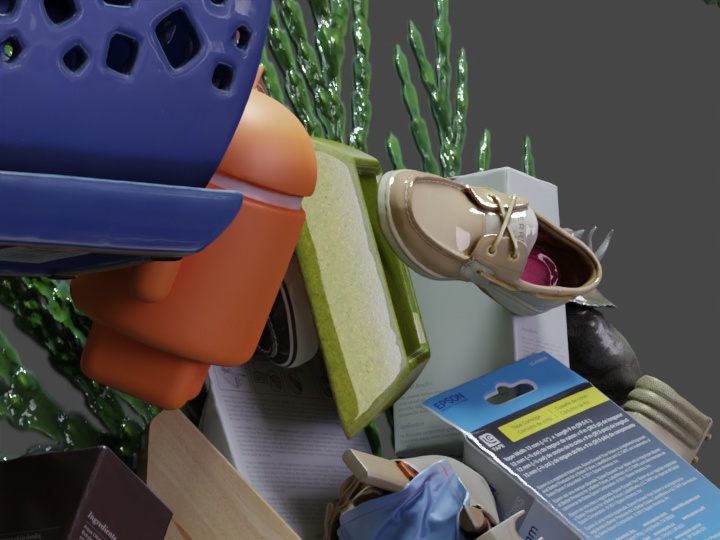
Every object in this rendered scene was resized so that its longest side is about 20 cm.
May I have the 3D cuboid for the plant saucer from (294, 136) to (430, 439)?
[{"bbox_3d":[0.000,0.000,1.436,0.200,0.048,0.200,-14,89,-82],"label":"plant saucer"}]

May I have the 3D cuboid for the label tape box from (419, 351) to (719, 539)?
[{"bbox_3d":[0.144,0.149,1.452,0.143,0.200,0.066,-18,138,-48],"label":"label tape box"}]

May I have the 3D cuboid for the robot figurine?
[{"bbox_3d":[-0.095,-0.024,1.255,0.144,0.117,0.200,14,101,-46],"label":"robot figurine"}]

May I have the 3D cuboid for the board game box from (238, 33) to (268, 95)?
[{"bbox_3d":[-0.076,-0.088,1.437,0.103,0.019,0.200,-64,134,-64],"label":"board game box"}]

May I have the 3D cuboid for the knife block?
[{"bbox_3d":[-0.047,0.186,1.285,0.175,0.064,0.200,4,71,-12],"label":"knife block"}]

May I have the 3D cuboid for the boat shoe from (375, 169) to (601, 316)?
[{"bbox_3d":[0.090,-0.024,1.455,0.200,0.069,0.074,22,62,-48],"label":"boat shoe"}]

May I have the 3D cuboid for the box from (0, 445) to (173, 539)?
[{"bbox_3d":[-0.181,0.194,1.136,0.075,0.100,0.200,49,44,-38],"label":"box"}]

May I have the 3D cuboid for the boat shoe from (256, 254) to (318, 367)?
[{"bbox_3d":[-0.093,-0.019,1.372,0.064,0.071,0.200,-35,108,-30],"label":"boat shoe"}]

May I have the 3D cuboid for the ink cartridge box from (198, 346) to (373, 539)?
[{"bbox_3d":[-0.053,0.116,1.425,0.163,0.057,0.200,11,51,-55],"label":"ink cartridge box"}]

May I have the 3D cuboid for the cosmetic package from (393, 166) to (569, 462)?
[{"bbox_3d":[0.085,0.035,1.583,0.081,0.113,0.200,19,67,-53],"label":"cosmetic package"}]

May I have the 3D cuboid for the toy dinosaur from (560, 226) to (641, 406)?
[{"bbox_3d":[0.175,0.068,1.718,0.200,0.102,0.077,63,36,-22],"label":"toy dinosaur"}]

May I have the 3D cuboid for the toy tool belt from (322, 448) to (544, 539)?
[{"bbox_3d":[0.060,0.195,1.335,0.200,0.125,0.123,52,1,18],"label":"toy tool belt"}]

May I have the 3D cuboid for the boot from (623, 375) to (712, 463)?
[{"bbox_3d":[0.230,0.182,1.734,0.156,0.073,0.200,-60,143,-14],"label":"boot"}]

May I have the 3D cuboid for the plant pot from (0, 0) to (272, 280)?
[{"bbox_3d":[-0.174,-0.092,1.118,0.200,0.200,0.180,4,82,-39],"label":"plant pot"}]
